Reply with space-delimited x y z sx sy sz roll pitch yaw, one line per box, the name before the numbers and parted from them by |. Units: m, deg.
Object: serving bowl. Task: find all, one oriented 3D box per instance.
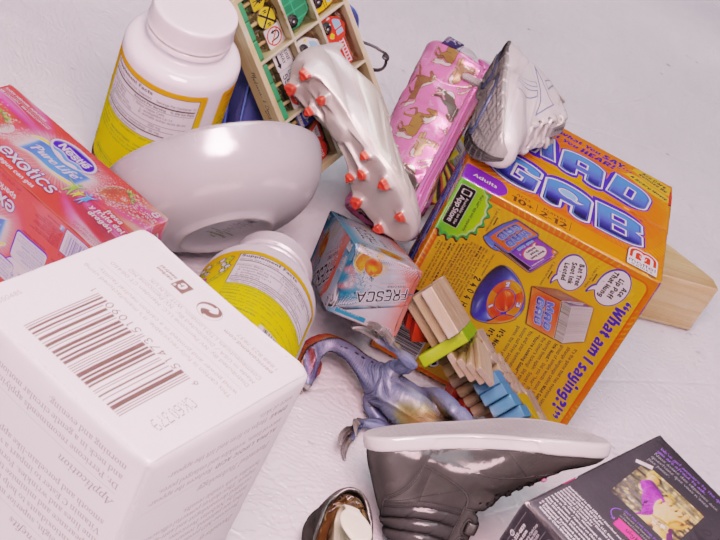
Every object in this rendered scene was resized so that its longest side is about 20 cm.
serving bowl | -0.124 -0.061 1.287 0.198 0.199 0.067 -2 71 -39

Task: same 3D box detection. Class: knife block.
knife block | 0.269 0.004 1.594 0.199 0.064 0.175 39 34 15

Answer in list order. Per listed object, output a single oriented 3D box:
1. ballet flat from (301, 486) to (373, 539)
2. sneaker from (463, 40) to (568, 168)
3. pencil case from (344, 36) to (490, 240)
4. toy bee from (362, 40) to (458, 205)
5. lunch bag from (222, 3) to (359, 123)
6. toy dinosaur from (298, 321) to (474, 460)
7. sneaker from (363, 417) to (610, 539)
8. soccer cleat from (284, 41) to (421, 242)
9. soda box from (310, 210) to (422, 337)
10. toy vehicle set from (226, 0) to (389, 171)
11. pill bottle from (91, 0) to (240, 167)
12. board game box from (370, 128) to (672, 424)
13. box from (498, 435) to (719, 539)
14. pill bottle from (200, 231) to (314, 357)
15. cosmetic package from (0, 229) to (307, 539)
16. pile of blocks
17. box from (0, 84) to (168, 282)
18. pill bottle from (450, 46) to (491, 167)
ballet flat | -0.020 0.231 1.054 0.067 0.069 0.201 20 34 -14
sneaker | 0.147 -0.143 1.324 0.087 0.075 0.201 30 32 -4
pencil case | 0.059 -0.126 1.446 0.082 0.202 0.087 28 -9 3
toy bee | 0.026 -0.122 1.538 0.199 0.130 0.109 37 56 -19
lunch bag | -0.091 -0.191 1.471 0.135 0.202 0.132 -6 27 -39
toy dinosaur | 0.027 0.124 1.269 0.181 0.105 0.200 41 -1 34
sneaker | 0.101 0.174 1.173 0.197 0.101 0.071 -1 6 -5
soccer cleat | 0.008 -0.123 1.365 0.077 0.069 0.201 -35 95 -39
soda box | 0.000 0.000 1.321 0.068 0.064 0.200 23 6 -10
toy vehicle set | -0.051 -0.198 1.393 0.026 0.201 0.124 18 50 45
pill bottle | -0.175 -0.160 1.340 0.108 0.201 0.110 14 42 -14
board game box | 0.156 -0.006 1.392 0.198 0.201 0.200 28 31 -1
box | 0.195 0.230 1.171 0.199 0.123 0.106 -13 51 -47
pill bottle | -0.097 0.048 1.201 0.103 0.105 0.201 27 32 -3
cosmetic package | -0.171 0.115 0.975 0.164 0.201 0.164 40 34 18
pile of blocks | 0.093 0.096 1.286 0.201 0.062 0.082 51 19 -22
box | -0.271 -0.051 1.221 0.199 0.103 0.094 38 33 17
pill bottle | 0.137 -0.174 1.699 0.103 0.105 0.201 8 38 -29
